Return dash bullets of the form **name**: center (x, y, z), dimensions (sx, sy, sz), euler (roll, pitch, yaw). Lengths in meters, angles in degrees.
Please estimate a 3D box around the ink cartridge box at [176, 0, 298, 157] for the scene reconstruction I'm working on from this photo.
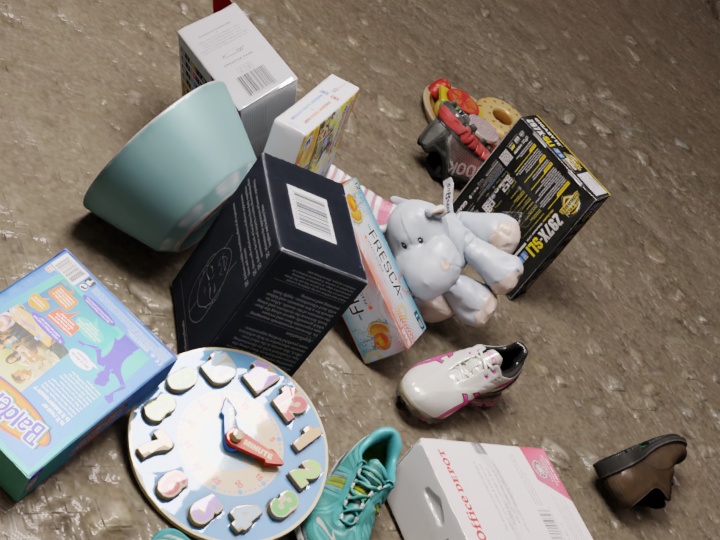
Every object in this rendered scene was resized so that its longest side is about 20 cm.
- **ink cartridge box**: center (-0.158, -0.208, 1.603), dimensions (0.083, 0.201, 0.176), euler (-30, 67, -20)

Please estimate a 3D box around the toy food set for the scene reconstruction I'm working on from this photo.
- **toy food set**: center (0.185, -0.233, 2.165), dimensions (0.198, 0.049, 0.199), euler (28, 32, -19)

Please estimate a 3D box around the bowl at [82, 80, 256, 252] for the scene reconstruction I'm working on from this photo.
- **bowl**: center (-0.186, -0.096, 1.443), dimensions (0.105, 0.201, 0.201), euler (47, 31, 1)

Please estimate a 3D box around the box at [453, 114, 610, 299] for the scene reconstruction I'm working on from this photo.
- **box**: center (0.224, -0.087, 1.865), dimensions (0.160, 0.201, 0.049), euler (48, 33, 18)

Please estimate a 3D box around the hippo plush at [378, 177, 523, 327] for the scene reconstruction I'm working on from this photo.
- **hippo plush**: center (0.106, -0.036, 1.640), dimensions (0.161, 0.157, 0.203), euler (29, 46, -67)

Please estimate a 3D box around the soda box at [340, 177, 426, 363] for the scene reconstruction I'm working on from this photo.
- **soda box**: center (0.000, 0.000, 1.563), dimensions (0.202, 0.063, 0.068), euler (65, 29, -9)

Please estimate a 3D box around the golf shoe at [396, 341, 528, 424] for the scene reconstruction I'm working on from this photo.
- **golf shoe**: center (0.119, 0.120, 1.586), dimensions (0.199, 0.092, 0.073), euler (-10, 57, -51)

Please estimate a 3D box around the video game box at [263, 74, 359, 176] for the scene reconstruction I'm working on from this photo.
- **video game box**: center (-0.078, -0.107, 1.559), dimensions (0.046, 0.202, 0.182), euler (25, 30, 6)

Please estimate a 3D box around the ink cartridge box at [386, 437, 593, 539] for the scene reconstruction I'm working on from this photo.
- **ink cartridge box**: center (0.136, 0.261, 1.424), dimensions (0.198, 0.083, 0.147), euler (11, 41, -40)

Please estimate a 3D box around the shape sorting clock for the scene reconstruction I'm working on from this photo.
- **shape sorting clock**: center (-0.122, 0.162, 1.275), dimensions (0.198, 0.039, 0.202), euler (16, 51, -20)

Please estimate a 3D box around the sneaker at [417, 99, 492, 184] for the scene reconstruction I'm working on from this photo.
- **sneaker**: center (0.153, -0.161, 2.016), dimensions (0.200, 0.098, 0.071), euler (45, 7, -40)

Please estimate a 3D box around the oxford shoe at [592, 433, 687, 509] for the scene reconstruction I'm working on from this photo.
- **oxford shoe**: center (0.362, 0.258, 1.705), dimensions (0.199, 0.072, 0.085), euler (-11, 73, -51)

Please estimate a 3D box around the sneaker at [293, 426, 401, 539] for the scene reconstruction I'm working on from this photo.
- **sneaker**: center (-0.008, 0.221, 1.325), dimensions (0.077, 0.080, 0.201), euler (35, 31, -6)

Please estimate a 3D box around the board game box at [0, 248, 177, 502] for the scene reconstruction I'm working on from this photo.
- **board game box**: center (-0.281, 0.087, 1.197), dimensions (0.152, 0.045, 0.200), euler (43, 43, 7)

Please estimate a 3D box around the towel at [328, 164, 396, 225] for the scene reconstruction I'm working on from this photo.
- **towel**: center (0.013, -0.060, 1.768), dimensions (0.199, 0.030, 0.147), euler (30, 32, -16)

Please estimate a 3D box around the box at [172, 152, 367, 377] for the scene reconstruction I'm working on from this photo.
- **box**: center (-0.098, 0.012, 1.382), dimensions (0.106, 0.200, 0.149), euler (20, 36, -30)

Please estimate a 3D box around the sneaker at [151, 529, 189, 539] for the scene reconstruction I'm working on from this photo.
- **sneaker**: center (-0.096, 0.277, 1.151), dimensions (0.199, 0.078, 0.080), euler (31, 22, -15)
